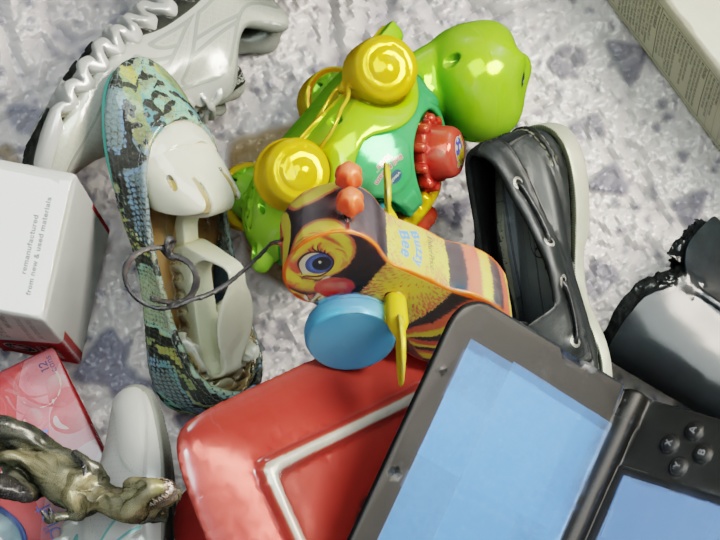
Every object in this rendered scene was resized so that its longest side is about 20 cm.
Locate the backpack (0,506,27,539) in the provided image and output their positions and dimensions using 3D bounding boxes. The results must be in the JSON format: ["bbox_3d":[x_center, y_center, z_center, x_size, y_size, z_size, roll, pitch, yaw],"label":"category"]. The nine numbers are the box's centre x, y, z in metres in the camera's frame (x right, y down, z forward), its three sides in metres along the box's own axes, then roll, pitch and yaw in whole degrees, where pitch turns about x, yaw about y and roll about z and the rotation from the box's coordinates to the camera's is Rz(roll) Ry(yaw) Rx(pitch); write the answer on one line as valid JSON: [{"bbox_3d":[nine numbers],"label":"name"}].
[{"bbox_3d":[-0.278,0.183,1.407,0.183,0.147,0.200,27,73,-13],"label":"backpack"}]

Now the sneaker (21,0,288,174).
[{"bbox_3d":[-0.114,-0.107,1.582,0.081,0.075,0.200,41,59,-2],"label":"sneaker"}]

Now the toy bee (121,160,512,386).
[{"bbox_3d":[0.000,0.000,1.424,0.199,0.109,0.131,-5,55,-33],"label":"toy bee"}]

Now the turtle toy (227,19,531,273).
[{"bbox_3d":[0.011,-0.069,1.560,0.101,0.146,0.200,43,77,-7],"label":"turtle toy"}]

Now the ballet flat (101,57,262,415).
[{"bbox_3d":[-0.089,-0.018,1.532,0.074,0.074,0.201,-12,104,-3],"label":"ballet flat"}]

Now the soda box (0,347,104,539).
[{"bbox_3d":[-0.152,0.148,1.522,0.070,0.063,0.200,-25,74,-7],"label":"soda box"}]

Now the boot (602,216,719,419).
[{"bbox_3d":[0.198,0.085,1.528,0.168,0.076,0.200,32,70,7],"label":"boot"}]

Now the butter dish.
[{"bbox_3d":[-0.021,0.155,1.480,0.200,0.148,0.200,-24,88,-42],"label":"butter dish"}]

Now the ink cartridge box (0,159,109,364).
[{"bbox_3d":[-0.249,-0.017,1.530,0.199,0.144,0.084,11,79,5],"label":"ink cartridge box"}]

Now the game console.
[{"bbox_3d":[0.101,0.139,1.377,0.170,0.118,0.200,15,74,37],"label":"game console"}]

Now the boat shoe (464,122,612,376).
[{"bbox_3d":[0.089,0.021,1.527,0.066,0.074,0.200,-5,96,-38],"label":"boat shoe"}]

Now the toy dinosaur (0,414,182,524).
[{"bbox_3d":[-0.179,0.093,1.426,0.200,0.088,0.048,24,99,41],"label":"toy dinosaur"}]

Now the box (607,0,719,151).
[{"bbox_3d":[0.212,-0.136,1.591,0.078,0.095,0.200,-33,76,-10],"label":"box"}]

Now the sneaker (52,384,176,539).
[{"bbox_3d":[-0.136,0.154,1.451,0.080,0.070,0.201,3,72,4],"label":"sneaker"}]
